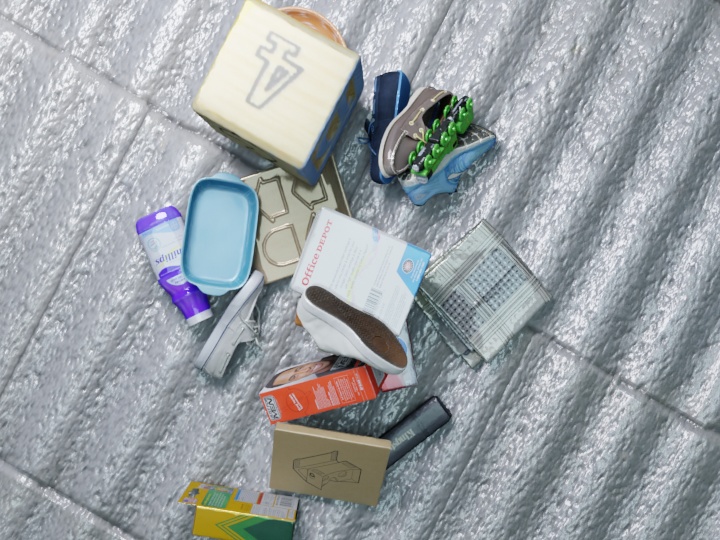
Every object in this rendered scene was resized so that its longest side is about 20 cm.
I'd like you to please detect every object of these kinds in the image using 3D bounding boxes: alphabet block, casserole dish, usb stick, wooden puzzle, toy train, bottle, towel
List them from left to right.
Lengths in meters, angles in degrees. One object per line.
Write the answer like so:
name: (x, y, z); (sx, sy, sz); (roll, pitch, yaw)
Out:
bottle: (-0.314, -0.005, 1.390); (0.082, 0.065, 0.204); (-23, 91, -4)
casserole dish: (-0.237, -0.061, 1.356); (0.118, 0.039, 0.205); (8, 86, -14)
alphabet block: (-0.122, -0.278, 1.287); (0.197, 0.195, 0.199); (28, 88, 3)
wooden puzzle: (-0.114, -0.092, 1.407); (0.196, 0.046, 0.189); (-18, 91, 4)
usb stick: (0.072, 0.297, 1.421); (0.198, 0.033, 0.056); (-37, 99, 0)
toy train: (0.136, -0.217, 1.334); (0.041, 0.057, 0.201); (15, 52, 28)
towel: (0.208, 0.043, 1.420); (0.199, 0.035, 0.193); (-42, 92, 0)

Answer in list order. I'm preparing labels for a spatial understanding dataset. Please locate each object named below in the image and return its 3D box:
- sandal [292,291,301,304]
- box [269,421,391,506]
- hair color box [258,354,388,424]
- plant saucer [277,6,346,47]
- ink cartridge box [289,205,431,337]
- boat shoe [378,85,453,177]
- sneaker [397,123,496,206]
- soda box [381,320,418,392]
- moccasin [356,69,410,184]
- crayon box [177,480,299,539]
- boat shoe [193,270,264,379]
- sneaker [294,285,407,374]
sandal: (-0.036, 0.092, 1.404); (0.204, 0.082, 0.050); (52, 47, -2)
box: (-0.055, 0.333, 1.377); (0.195, 0.021, 0.166); (9, 129, -1)
hair color box: (-0.060, 0.189, 1.349); (0.196, 0.102, 0.062); (-18, 101, 19)
plant saucer: (-0.115, -0.352, 1.404); (0.195, 0.037, 0.206); (0, 91, -2)
ink cartridge box: (0.000, 0.000, 1.327); (0.196, 0.085, 0.147); (23, 92, 1)
boat shoe: (0.095, -0.234, 1.355); (0.058, 0.073, 0.202); (8, 51, 35)
sneaker: (0.153, -0.183, 1.406); (0.198, 0.078, 0.091); (-32, 130, -12)
soda box: (0.049, 0.102, 1.403); (0.068, 0.063, 0.205); (-11, 92, -1)
moccasin: (0.040, -0.244, 1.398); (0.067, 0.080, 0.205); (4, 71, 25)
crayon box: (-0.206, 0.413, 1.370); (0.195, 0.126, 0.053); (10, 91, -1)
boat shoe: (-0.203, 0.102, 1.389); (0.085, 0.075, 0.204); (32, 98, -9)
sneaker: (-0.017, 0.109, 1.276); (0.198, 0.073, 0.085); (36, 128, 8)
